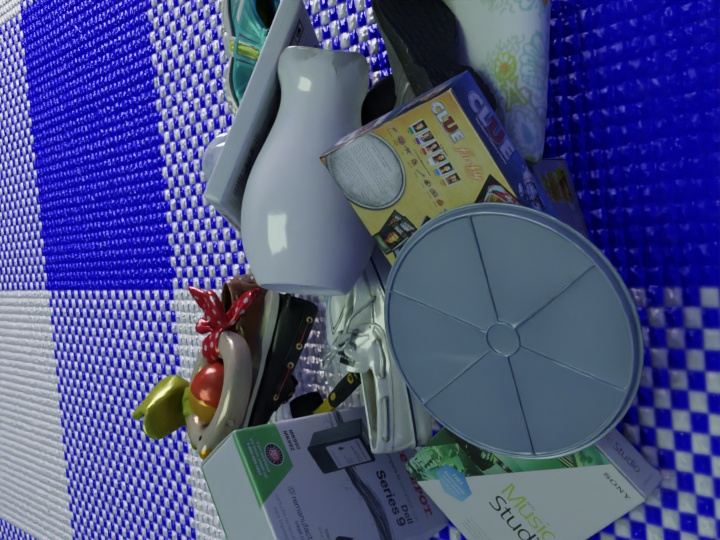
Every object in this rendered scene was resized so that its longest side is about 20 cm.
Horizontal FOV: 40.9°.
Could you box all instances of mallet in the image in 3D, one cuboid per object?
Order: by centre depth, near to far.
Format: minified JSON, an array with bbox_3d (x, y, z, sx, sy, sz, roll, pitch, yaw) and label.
[{"bbox_3d":[-0.027,0.149,1.015,0.200,0.041,0.066,-41,64,63],"label":"mallet"}]

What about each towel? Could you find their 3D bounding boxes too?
[{"bbox_3d":[0.092,-0.163,0.813,0.200,0.048,0.173,-5,84,64],"label":"towel"}]

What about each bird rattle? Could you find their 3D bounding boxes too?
[{"bbox_3d":[-0.153,0.118,1.060,0.201,0.112,0.163,-58,34,12],"label":"bird rattle"}]

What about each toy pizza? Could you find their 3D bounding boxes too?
[{"bbox_3d":[0.109,0.045,0.706,0.199,0.032,0.202,12,115,27],"label":"toy pizza"}]

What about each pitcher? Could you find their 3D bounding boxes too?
[{"bbox_3d":[-0.040,-0.078,0.876,0.172,0.120,0.202,76,-161,-81],"label":"pitcher"}]

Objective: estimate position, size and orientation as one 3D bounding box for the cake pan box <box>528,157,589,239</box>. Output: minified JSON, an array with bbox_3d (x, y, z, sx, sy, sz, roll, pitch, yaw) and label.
[{"bbox_3d":[0.119,0.023,0.834,0.200,0.052,0.186,-25,74,50],"label":"cake pan box"}]

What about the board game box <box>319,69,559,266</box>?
[{"bbox_3d":[0.076,-0.033,0.729,0.135,0.035,0.201,-21,110,41],"label":"board game box"}]

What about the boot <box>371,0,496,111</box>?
[{"bbox_3d":[0.037,-0.138,0.800,0.132,0.069,0.201,112,153,-44],"label":"boot"}]

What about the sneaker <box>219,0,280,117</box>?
[{"bbox_3d":[-0.107,-0.236,1.070,0.079,0.077,0.202,-15,83,43],"label":"sneaker"}]

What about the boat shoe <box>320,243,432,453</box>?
[{"bbox_3d":[0.004,0.075,0.901,0.075,0.085,0.204,-160,57,-76],"label":"boat shoe"}]

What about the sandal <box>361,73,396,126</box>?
[{"bbox_3d":[-0.013,-0.137,0.980,0.200,0.048,0.076,-38,66,48],"label":"sandal"}]

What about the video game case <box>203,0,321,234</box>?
[{"bbox_3d":[-0.083,-0.134,0.930,0.023,0.182,0.201,18,81,11],"label":"video game case"}]

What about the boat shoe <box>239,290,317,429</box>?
[{"bbox_3d":[-0.099,0.126,1.082,0.074,0.063,0.203,-156,82,-72],"label":"boat shoe"}]

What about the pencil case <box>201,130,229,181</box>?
[{"bbox_3d":[-0.104,-0.073,1.079,0.200,0.083,0.091,51,150,35],"label":"pencil case"}]

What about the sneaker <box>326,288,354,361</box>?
[{"bbox_3d":[0.000,0.000,0.970,0.072,0.071,0.202,33,117,55],"label":"sneaker"}]

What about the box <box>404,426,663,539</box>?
[{"bbox_3d":[0.134,0.167,0.801,0.144,0.036,0.200,47,136,12],"label":"box"}]

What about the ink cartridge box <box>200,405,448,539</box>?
[{"bbox_3d":[-0.033,0.219,0.939,0.084,0.199,0.147,-48,59,41],"label":"ink cartridge box"}]

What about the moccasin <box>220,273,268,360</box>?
[{"bbox_3d":[-0.156,0.102,1.174,0.074,0.077,0.203,43,127,43],"label":"moccasin"}]
